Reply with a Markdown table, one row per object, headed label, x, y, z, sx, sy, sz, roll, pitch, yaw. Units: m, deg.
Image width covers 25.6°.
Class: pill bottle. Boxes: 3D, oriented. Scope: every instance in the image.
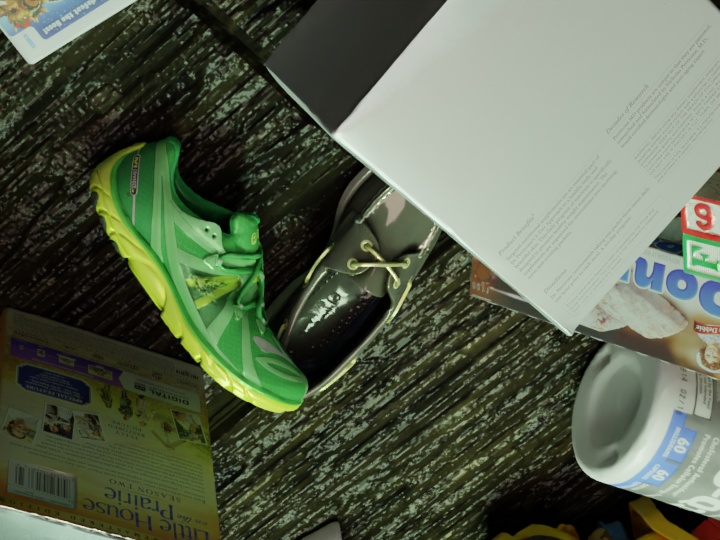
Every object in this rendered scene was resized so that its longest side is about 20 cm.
| label | x | y | z | sx | sy | sz | roll | pitch | yaw |
| --- | --- | --- | --- | --- | --- | --- | --- | --- | --- |
| pill bottle | 0.262 | 0.121 | 1.130 | 0.200 | 0.114 | 0.114 | 19 | 118 | -21 |

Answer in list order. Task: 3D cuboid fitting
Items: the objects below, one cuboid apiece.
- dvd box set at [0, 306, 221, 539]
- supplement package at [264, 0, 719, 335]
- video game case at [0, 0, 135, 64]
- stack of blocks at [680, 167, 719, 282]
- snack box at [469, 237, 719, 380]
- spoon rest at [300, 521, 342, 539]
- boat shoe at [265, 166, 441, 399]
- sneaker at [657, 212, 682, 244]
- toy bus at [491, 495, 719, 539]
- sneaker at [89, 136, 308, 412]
| label | x | y | z | sx | sy | sz | roll | pitch | yaw |
| --- | --- | --- | --- | --- | --- | --- | --- | --- | --- |
| dvd box set | -0.163 | 0.109 | 0.996 | 0.146 | 0.200 | 0.029 | 19 | 118 | -21 |
| supplement package | 0.091 | -0.112 | 0.908 | 0.200 | 0.147 | 0.191 | 38 | 96 | -29 |
| video game case | -0.186 | -0.228 | 0.882 | 0.143 | 0.018 | 0.200 | -30 | 123 | 9 |
| stack of blocks | 0.289 | -0.061 | 0.952 | 0.115 | 0.200 | 0.059 | 16 | 133 | 33 |
| snack box | 0.158 | 0.008 | 1.004 | 0.024 | 0.200 | 0.072 | -22 | 123 | -48 |
| spoon rest | 0.018 | 0.280 | 1.224 | 0.099 | 0.061 | 0.200 | -31 | 122 | 11 |
| boat shoe | 0.003 | 0.001 | 1.038 | 0.072 | 0.060 | 0.202 | 27 | 114 | -23 |
| sneaker | 0.252 | 0.003 | 1.017 | 0.199 | 0.074 | 0.085 | 2 | 100 | 19 |
| toy bus | 0.215 | 0.238 | 1.185 | 0.192 | 0.200 | 0.136 | -41 | 139 | -19 |
| sneaker | -0.089 | 0.004 | 0.994 | 0.083 | 0.074 | 0.200 | -34 | 102 | 2 |
